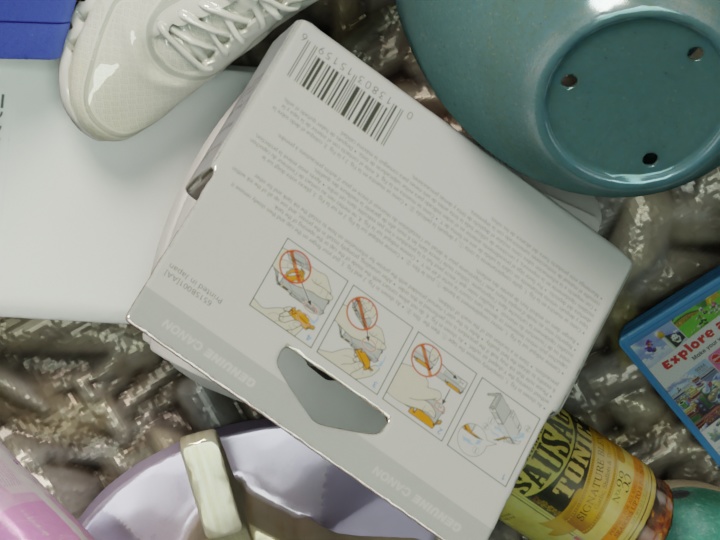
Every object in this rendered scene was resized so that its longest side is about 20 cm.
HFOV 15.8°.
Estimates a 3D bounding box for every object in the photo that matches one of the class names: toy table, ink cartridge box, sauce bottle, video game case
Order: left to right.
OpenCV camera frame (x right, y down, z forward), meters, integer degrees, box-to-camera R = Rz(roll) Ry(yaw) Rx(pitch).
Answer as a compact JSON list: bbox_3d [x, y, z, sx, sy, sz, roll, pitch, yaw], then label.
[{"bbox_3d":[-0.055,0.152,1.302,0.199,0.117,0.185,-26,104,2],"label":"toy table"},{"bbox_3d":[0.007,0.012,1.181,0.200,0.044,0.174,35,65,-12],"label":"ink cartridge box"},{"bbox_3d":[0.062,0.081,1.248,0.199,0.066,0.066,32,98,-23],"label":"sauce bottle"},{"bbox_3d":[0.249,0.072,1.336,0.143,0.018,0.200,-34,105,27],"label":"video game case"}]

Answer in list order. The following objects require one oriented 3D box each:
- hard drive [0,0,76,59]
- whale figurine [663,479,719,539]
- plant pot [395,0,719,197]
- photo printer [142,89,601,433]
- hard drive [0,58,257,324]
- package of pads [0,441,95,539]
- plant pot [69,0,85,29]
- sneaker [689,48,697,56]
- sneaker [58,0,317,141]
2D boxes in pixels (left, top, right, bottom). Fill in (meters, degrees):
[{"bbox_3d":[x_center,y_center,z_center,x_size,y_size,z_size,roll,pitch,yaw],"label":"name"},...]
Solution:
[{"bbox_3d":[-0.158,-0.190,1.142,0.132,0.025,0.201,-4,120,-50],"label":"hard drive"},{"bbox_3d":[0.132,0.187,1.333,0.199,0.104,0.160,-12,104,-4],"label":"whale figurine"},{"bbox_3d":[0.115,-0.110,1.158,0.199,0.135,0.201,-1,125,-2],"label":"plant pot"},{"bbox_3d":[0.000,0.000,1.278,0.199,0.069,0.167,24,97,-22],"label":"photo printer"},{"bbox_3d":[-0.145,-0.042,1.275,0.199,0.026,0.133,4,103,-18],"label":"hard drive"},{"bbox_3d":[-0.225,0.117,1.253,0.200,0.076,0.121,42,97,21],"label":"package of pads"},{"bbox_3d":[-0.107,-0.195,1.224,0.199,0.027,0.201,-12,121,-21],"label":"plant pot"},{"bbox_3d":[0.200,-0.143,1.281,0.130,0.080,0.201,21,110,-18],"label":"sneaker"},{"bbox_3d":[-0.062,-0.135,1.214,0.200,0.081,0.075,-46,128,4],"label":"sneaker"}]
